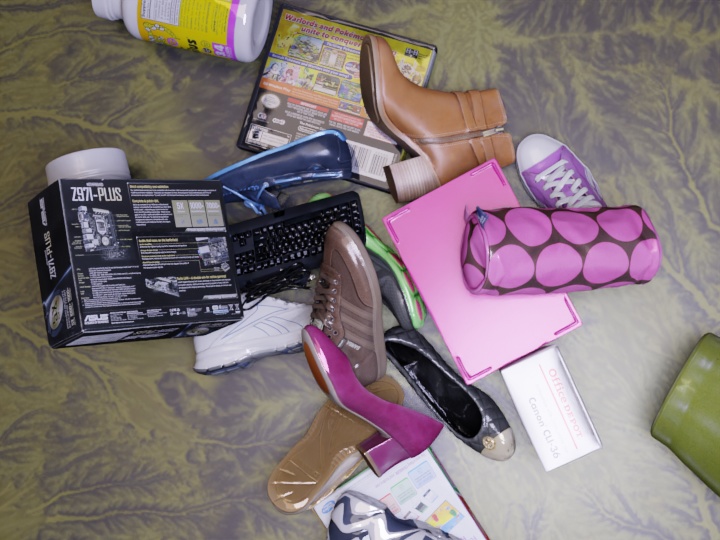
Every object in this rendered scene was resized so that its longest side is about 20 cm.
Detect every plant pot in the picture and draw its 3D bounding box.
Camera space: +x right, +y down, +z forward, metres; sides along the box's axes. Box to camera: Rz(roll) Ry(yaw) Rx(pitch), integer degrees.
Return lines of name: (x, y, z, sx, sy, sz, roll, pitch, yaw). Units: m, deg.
plant pot: (0.421, 0.166, 1.218, 0.192, 0.200, 0.201, 31, 89, 20)

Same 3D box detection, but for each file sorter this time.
file sorter: (0.135, 0.005, 1.282, 0.138, 0.125, 0.201, -28, 83, 3)

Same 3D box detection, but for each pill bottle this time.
pill bottle: (-0.299, -0.033, 1.339, 0.113, 0.114, 0.202, -14, 84, 5)
pill bottle: (-0.211, -0.316, 1.358, 0.198, 0.104, 0.105, 14, 87, 8)

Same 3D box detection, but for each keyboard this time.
keyboard: (-0.089, -0.022, 1.300, 0.199, 0.040, 0.105, -16, 75, 16)

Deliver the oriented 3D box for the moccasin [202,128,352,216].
moccasin: (-0.104, -0.101, 1.326, 0.199, 0.080, 0.069, -19, 92, 21)

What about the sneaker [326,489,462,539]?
sneaker: (0.043, 0.337, 1.247, 0.198, 0.079, 0.130, 24, 89, 8)

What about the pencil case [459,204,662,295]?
pencil case: (0.203, -0.027, 1.177, 0.198, 0.091, 0.094, 0, 51, -14)

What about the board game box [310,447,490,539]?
board game box: (0.060, 0.310, 1.308, 0.152, 0.040, 0.201, -33, 83, 3)

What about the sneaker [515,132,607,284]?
sneaker: (0.244, -0.077, 1.284, 0.072, 0.114, 0.201, -35, 81, 4)

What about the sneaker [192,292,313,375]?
sneaker: (-0.107, 0.060, 1.334, 0.198, 0.075, 0.088, -15, 78, 4)

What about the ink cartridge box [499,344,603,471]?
ink cartridge box: (0.200, 0.144, 1.226, 0.067, 0.200, 0.117, -25, 83, 3)

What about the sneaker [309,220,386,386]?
sneaker: (-0.021, 0.048, 1.254, 0.075, 0.070, 0.201, -23, 118, -22)

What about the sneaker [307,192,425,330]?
sneaker: (0.000, 0.000, 1.330, 0.084, 0.077, 0.200, -46, 72, 7)

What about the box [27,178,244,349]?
box: (-0.242, -0.010, 1.246, 0.086, 0.199, 0.165, -22, 76, 49)

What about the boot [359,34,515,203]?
boot: (0.087, -0.188, 1.314, 0.154, 0.074, 0.201, -18, 106, -10)

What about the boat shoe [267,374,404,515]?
boat shoe: (-0.030, 0.200, 1.314, 0.074, 0.069, 0.200, 43, 70, 15)

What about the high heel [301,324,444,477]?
high heel: (0.014, 0.125, 1.246, 0.096, 0.067, 0.201, -34, 106, -12)

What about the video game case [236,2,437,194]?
video game case: (-0.028, -0.205, 1.369, 0.198, 0.026, 0.182, 17, 88, 8)

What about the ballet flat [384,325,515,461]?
ballet flat: (0.095, 0.144, 1.304, 0.200, 0.057, 0.067, 44, 117, 11)
